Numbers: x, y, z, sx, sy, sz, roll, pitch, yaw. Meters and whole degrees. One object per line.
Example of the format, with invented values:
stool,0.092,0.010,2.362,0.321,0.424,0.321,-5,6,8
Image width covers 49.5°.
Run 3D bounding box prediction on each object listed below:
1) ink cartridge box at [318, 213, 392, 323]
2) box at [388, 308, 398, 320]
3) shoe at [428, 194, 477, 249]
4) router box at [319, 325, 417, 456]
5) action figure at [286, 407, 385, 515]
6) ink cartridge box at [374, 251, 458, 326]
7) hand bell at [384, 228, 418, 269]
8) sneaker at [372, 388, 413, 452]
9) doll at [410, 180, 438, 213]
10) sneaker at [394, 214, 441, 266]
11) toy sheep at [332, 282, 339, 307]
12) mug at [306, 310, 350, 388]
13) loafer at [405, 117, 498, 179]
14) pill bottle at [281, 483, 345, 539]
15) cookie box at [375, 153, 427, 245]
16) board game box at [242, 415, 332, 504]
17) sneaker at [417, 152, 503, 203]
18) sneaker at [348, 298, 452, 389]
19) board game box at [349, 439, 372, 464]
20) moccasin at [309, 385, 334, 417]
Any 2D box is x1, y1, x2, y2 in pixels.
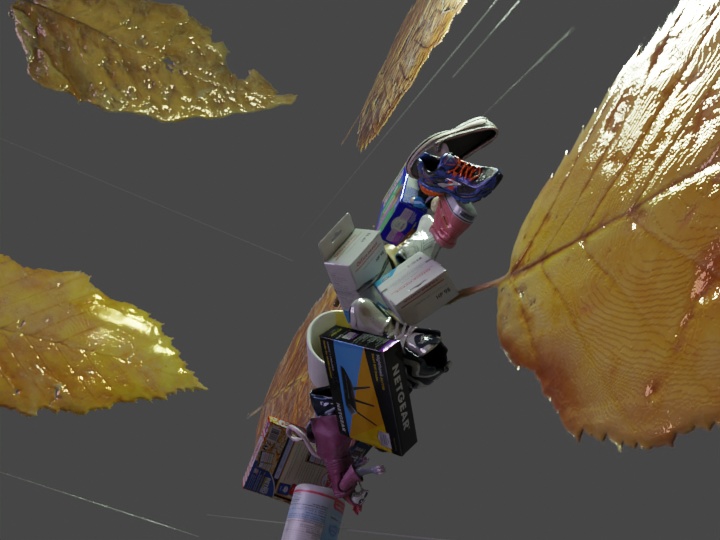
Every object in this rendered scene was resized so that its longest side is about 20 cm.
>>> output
ink cartridge box,0.000,0.000,1.555,0.066,0.202,0.116,9,44,37
box,0.045,0.106,1.668,0.201,0.094,0.078,-87,22,-53
shoe,0.172,-0.123,1.560,0.091,0.071,0.201,-56,21,24
router box,0.014,0.203,1.334,0.148,0.203,0.051,9,29,41
action figure,-0.042,0.364,1.474,0.134,0.147,0.202,118,137,-65
ink cartridge box,0.104,0.038,1.446,0.115,0.067,0.200,-34,14,-2
hand bell,0.087,-0.046,1.709,0.200,0.104,0.104,-38,-13,-46
sneaker,0.053,0.235,1.460,0.080,0.073,0.202,153,138,-74
doll,0.167,-0.192,1.732,0.136,0.048,0.201,-35,31,23
sneaker,0.119,-0.041,1.615,0.075,0.086,0.202,-52,20,50
toy sheep,-0.009,0.024,1.952,0.200,0.136,0.139,123,164,-54
mug,-0.037,0.194,1.732,0.154,0.184,0.151,105,160,-50
loafer,0.182,-0.243,1.555,0.198,0.072,0.063,-30,25,-3
pill bottle,-0.102,0.532,1.529,0.109,0.108,0.202,134,155,-59
cookie box,0.103,-0.152,1.871,0.172,0.074,0.201,-58,11,41
board game box,-0.128,0.412,1.636,0.153,0.198,0.046,-66,12,3
sneaker,0.178,-0.179,1.464,0.198,0.079,0.076,9,51,44
sneaker,0.078,0.112,1.323,0.079,0.200,0.129,-43,8,-37
board game box,0.015,0.284,1.625,0.201,0.034,0.136,-83,19,-49
moccasin,-0.014,0.240,1.534,0.198,0.069,0.081,-23,20,16
